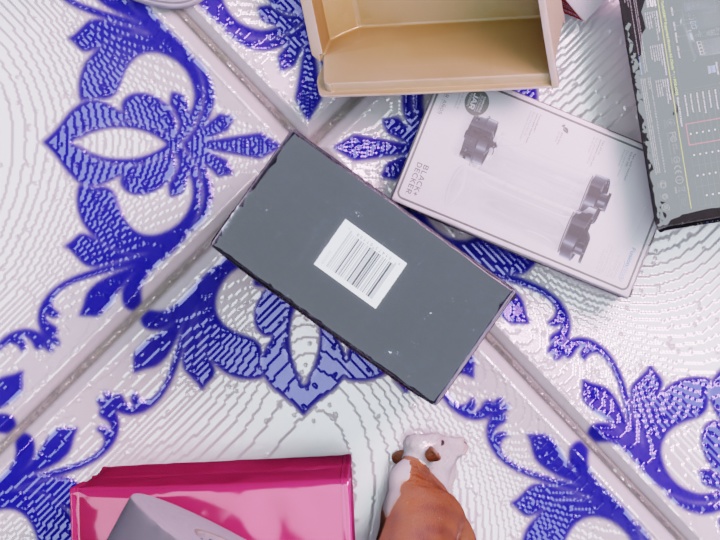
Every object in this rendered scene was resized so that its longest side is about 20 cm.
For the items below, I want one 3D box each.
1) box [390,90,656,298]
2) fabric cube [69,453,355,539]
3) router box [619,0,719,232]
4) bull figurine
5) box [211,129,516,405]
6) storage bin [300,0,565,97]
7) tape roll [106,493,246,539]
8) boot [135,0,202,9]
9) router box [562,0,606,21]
[{"bbox_3d":[0.134,-0.067,1.725,0.199,0.060,0.117,21,89,-1],"label":"box"},{"bbox_3d":[-0.100,0.243,1.649,0.198,0.200,0.198,-3,90,1],"label":"fabric cube"},{"bbox_3d":[0.277,-0.139,1.654,0.149,0.062,0.202,-9,90,13],"label":"router box"},{"bbox_3d":[0.053,0.211,1.684,0.065,0.200,0.121,-33,108,36],"label":"bull figurine"},{"bbox_3d":[0.000,0.000,1.660,0.199,0.182,0.104,36,89,0],"label":"box"},{"bbox_3d":[0.041,-0.239,1.641,0.197,0.094,0.201,-2,126,15],"label":"storage bin"},{"bbox_3d":[-0.077,0.221,1.449,0.199,0.200,0.066,30,88,-1],"label":"tape roll"},{"bbox_3d":[-0.201,-0.268,1.700,0.199,0.096,0.074,31,89,-1],"label":"boot"},{"bbox_3d":[0.178,-0.323,1.702,0.200,0.049,0.180,-44,113,-2],"label":"router box"}]
